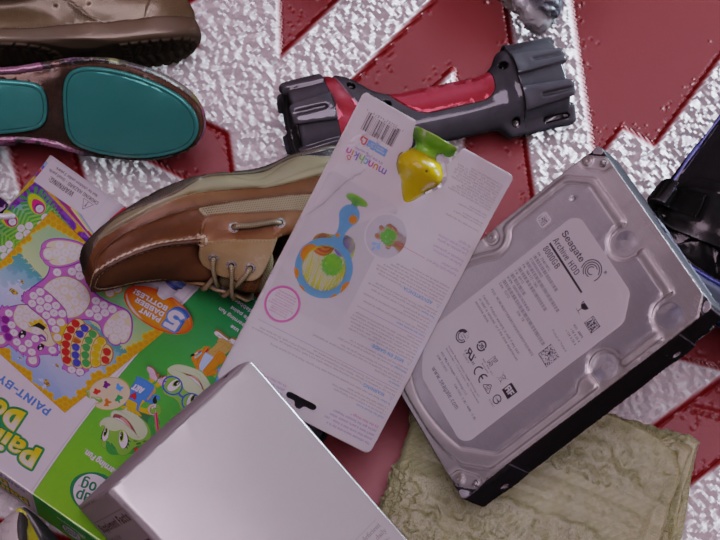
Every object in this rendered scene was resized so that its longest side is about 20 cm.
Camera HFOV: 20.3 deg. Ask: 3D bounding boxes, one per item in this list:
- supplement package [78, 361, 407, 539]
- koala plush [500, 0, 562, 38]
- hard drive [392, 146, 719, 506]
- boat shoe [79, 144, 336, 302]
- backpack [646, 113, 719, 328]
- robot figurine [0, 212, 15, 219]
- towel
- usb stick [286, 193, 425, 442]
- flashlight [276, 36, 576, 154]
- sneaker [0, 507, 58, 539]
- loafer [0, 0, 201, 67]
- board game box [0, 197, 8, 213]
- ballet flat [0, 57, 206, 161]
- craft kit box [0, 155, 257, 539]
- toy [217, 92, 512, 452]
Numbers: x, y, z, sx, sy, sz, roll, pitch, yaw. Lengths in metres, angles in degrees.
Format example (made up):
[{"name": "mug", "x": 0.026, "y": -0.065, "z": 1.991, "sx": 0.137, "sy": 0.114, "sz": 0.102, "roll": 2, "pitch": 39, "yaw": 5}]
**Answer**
[{"name": "supplement package", "x": -0.056, "y": 0.173, "z": 1.215, "sx": 0.117, "sy": 0.117, "sz": 0.200, "roll": -42, "pitch": 92, "yaw": -20}, {"name": "koala plush", "x": 0.089, "y": -0.272, "z": 1.369, "sx": 0.200, "sy": 0.178, "sz": 0.184, "roll": 38, "pitch": 32, "yaw": 14}, {"name": "hard drive", "x": 0.114, "y": 0.035, "z": 1.273, "sx": 0.200, "sy": 0.038, "sz": 0.140, "roll": -38, "pitch": 60, "yaw": 13}, {"name": "boat shoe", "x": -0.080, "y": -0.021, "z": 1.300, "sx": 0.199, "sy": 0.076, "sz": 0.074, "roll": -19, "pitch": 72, "yaw": -20}, {"name": "backpack", "x": 0.307, "y": -0.021, "z": 1.327, "sx": 0.200, "sy": 0.147, "sz": 0.183, "roll": 36, "pitch": 78, "yaw": 16}, {"name": "robot figurine", "x": -0.323, "y": -0.058, "z": 1.281, "sx": 0.199, "sy": 0.113, "sz": 0.170, "roll": 30, "pitch": 76, "yaw": 6}, {"name": "towel", "x": 0.115, "y": 0.149, "z": 1.323, "sx": 0.199, "sy": 0.037, "sz": 0.149, "roll": 19, "pitch": 73, "yaw": 1}, {"name": "usb stick", "x": -0.013, "y": 0.027, "z": 1.342, "sx": 0.055, "sy": 0.033, "sz": 0.201, "roll": 19, "pitch": 67, "yaw": 16}, {"name": "flashlight", "x": 0.045, "y": -0.118, "z": 1.383, "sx": 0.199, "sy": 0.068, "sz": 0.068, "roll": -15, "pitch": 42, "yaw": -11}, {"name": "sneaker", "x": -0.218, "y": 0.245, "z": 1.229, "sx": 0.084, "sy": 0.074, "sz": 0.201, "roll": -28, "pitch": 42, "yaw": 18}, {"name": "loafer", "x": -0.211, "y": -0.172, "z": 1.377, "sx": 0.199, "sy": 0.076, "sz": 0.068, "roll": -3, "pitch": 71, "yaw": -14}, {"name": "board game box", "x": -0.349, "y": -0.058, "z": 1.352, "sx": 0.200, "sy": 0.032, "sz": 0.120, "roll": 39, "pitch": 70, "yaw": 8}, {"name": "ballet flat", "x": -0.203, "y": -0.112, "z": 1.358, "sx": 0.199, "sy": 0.071, "sz": 0.070, "roll": 1, "pitch": 103, "yaw": -2}, {"name": "craft kit box", "x": -0.183, "y": 0.056, "z": 1.312, "sx": 0.199, "sy": 0.049, "sz": 0.198, "roll": 33, "pitch": 69, "yaw": 6}, {"name": "toy", "x": 0.000, "y": 0.000, "z": 1.284, "sx": 0.115, "sy": 0.047, "sz": 0.201, "roll": 28, "pitch": 93, "yaw": -18}]
